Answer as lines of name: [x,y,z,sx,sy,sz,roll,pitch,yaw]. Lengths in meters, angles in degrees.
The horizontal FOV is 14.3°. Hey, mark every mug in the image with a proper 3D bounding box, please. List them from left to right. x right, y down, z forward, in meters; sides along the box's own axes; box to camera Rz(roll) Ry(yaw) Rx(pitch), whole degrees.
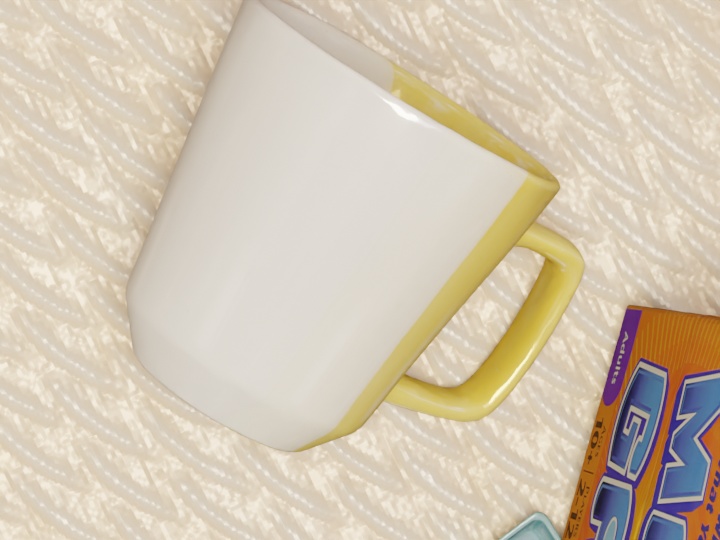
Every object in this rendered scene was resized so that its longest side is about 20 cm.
mug: [-0.005,-0.002,1.180,0.186,0.149,0.154,31,97,-3]

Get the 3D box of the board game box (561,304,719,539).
board game box: [0.202,0.140,1.179,0.199,0.200,0.201,16,88,-12]

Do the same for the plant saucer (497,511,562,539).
plant saucer: [0.105,0.205,1.272,0.070,0.019,0.200,-35,98,-5]
